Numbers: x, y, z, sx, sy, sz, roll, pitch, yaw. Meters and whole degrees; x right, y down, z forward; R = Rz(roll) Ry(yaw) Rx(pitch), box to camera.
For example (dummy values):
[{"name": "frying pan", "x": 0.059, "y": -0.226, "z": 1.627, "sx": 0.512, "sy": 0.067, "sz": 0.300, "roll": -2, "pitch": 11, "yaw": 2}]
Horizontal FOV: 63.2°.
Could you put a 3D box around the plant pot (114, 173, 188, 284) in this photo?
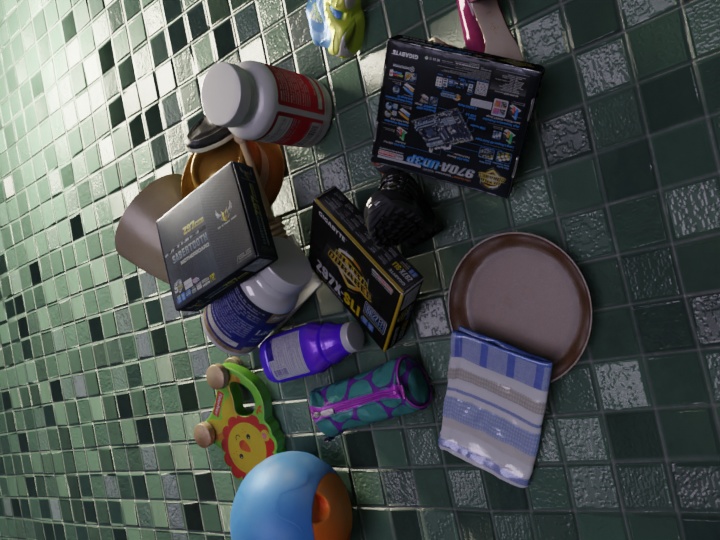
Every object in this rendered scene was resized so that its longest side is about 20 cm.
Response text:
[{"name": "plant pot", "x": -0.306, "y": -0.039, "z": 1.070, "sx": 0.199, "sy": 0.187, "sz": 0.189, "roll": 37, "pitch": 115, "yaw": 11}]

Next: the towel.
[{"name": "towel", "x": 0.176, "y": 0.188, "z": 0.797, "sx": 0.145, "sy": 0.024, "sz": 0.205, "roll": 19, "pitch": 119, "yaw": 32}]

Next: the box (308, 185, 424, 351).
[{"name": "box", "x": 0.000, "y": 0.000, "z": 0.870, "sx": 0.200, "sy": 0.049, "sz": 0.161, "roll": 48, "pitch": 153, "yaw": 22}]

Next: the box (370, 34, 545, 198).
[{"name": "box", "x": 0.118, "y": -0.197, "z": 0.752, "sx": 0.196, "sy": 0.046, "sz": 0.162, "roll": 17, "pitch": 122, "yaw": 14}]

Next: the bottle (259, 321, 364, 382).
[{"name": "bottle", "x": -0.082, "y": 0.130, "z": 0.977, "sx": 0.197, "sy": 0.065, "sz": 0.086, "roll": -21, "pitch": 85, "yaw": 35}]

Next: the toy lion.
[{"name": "toy lion", "x": -0.215, "y": 0.292, "z": 1.097, "sx": 0.189, "sy": 0.068, "sz": 0.205, "roll": 23, "pitch": 107, "yaw": 24}]

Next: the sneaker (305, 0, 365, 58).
[{"name": "sneaker", "x": -0.038, "y": -0.432, "z": 0.884, "sx": 0.103, "sy": 0.075, "sz": 0.205, "roll": 20, "pitch": 107, "yaw": 33}]

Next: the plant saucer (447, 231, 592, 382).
[{"name": "plant saucer", "x": 0.210, "y": 0.051, "z": 0.780, "sx": 0.196, "sy": 0.032, "sz": 0.206, "roll": 5, "pitch": 98, "yaw": 35}]

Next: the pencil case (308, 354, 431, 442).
[{"name": "pencil case", "x": 0.011, "y": 0.197, "z": 0.901, "sx": 0.198, "sy": 0.092, "sz": 0.087, "roll": -27, "pitch": 79, "yaw": 33}]

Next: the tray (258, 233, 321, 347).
[{"name": "tray", "x": -0.147, "y": 0.038, "z": 1.041, "sx": 0.200, "sy": 0.022, "sz": 0.108, "roll": -45, "pitch": 70, "yaw": 30}]

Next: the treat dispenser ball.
[{"name": "treat dispenser ball", "x": -0.110, "y": 0.398, "z": 0.940, "sx": 0.197, "sy": 0.199, "sz": 0.207, "roll": 4, "pitch": 97, "yaw": 35}]

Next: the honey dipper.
[{"name": "honey dipper", "x": -0.161, "y": -0.131, "z": 0.954, "sx": 0.037, "sy": 0.038, "sz": 0.204, "roll": 0, "pitch": 117, "yaw": 35}]

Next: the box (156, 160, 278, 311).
[{"name": "box", "x": -0.228, "y": -0.048, "z": 0.910, "sx": 0.198, "sy": 0.051, "sz": 0.161, "roll": -28, "pitch": 70, "yaw": 29}]

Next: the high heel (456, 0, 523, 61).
[{"name": "high heel", "x": 0.168, "y": -0.296, "z": 0.780, "sx": 0.066, "sy": 0.096, "sz": 0.205, "roll": -9, "pitch": 105, "yaw": -6}]

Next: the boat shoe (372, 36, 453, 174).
[{"name": "boat shoe", "x": 0.070, "y": -0.226, "z": 0.823, "sx": 0.201, "sy": 0.062, "sz": 0.072, "roll": -54, "pitch": 43, "yaw": 25}]

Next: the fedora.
[{"name": "fedora", "x": -0.225, "y": -0.171, "z": 0.990, "sx": 0.195, "sy": 0.082, "sz": 0.206, "roll": -1, "pitch": 76, "yaw": 6}]

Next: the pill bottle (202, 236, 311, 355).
[{"name": "pill bottle", "x": -0.170, "y": 0.042, "z": 0.967, "sx": 0.200, "sy": 0.115, "sz": 0.117, "roll": -45, "pitch": 70, "yaw": 34}]

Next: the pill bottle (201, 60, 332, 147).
[{"name": "pill bottle", "x": -0.141, "y": -0.254, "z": 0.898, "sx": 0.110, "sy": 0.198, "sz": 0.116, "roll": 4, "pitch": 96, "yaw": 34}]

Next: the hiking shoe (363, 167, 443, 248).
[{"name": "hiking shoe", "x": 0.044, "y": -0.088, "z": 0.783, "sx": 0.075, "sy": 0.199, "sz": 0.102, "roll": -32, "pitch": 75, "yaw": 17}]

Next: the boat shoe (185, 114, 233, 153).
[{"name": "boat shoe", "x": -0.214, "y": -0.268, "z": 0.953, "sx": 0.074, "sy": 0.199, "sz": 0.067, "roll": 30, "pitch": 149, "yaw": 34}]
